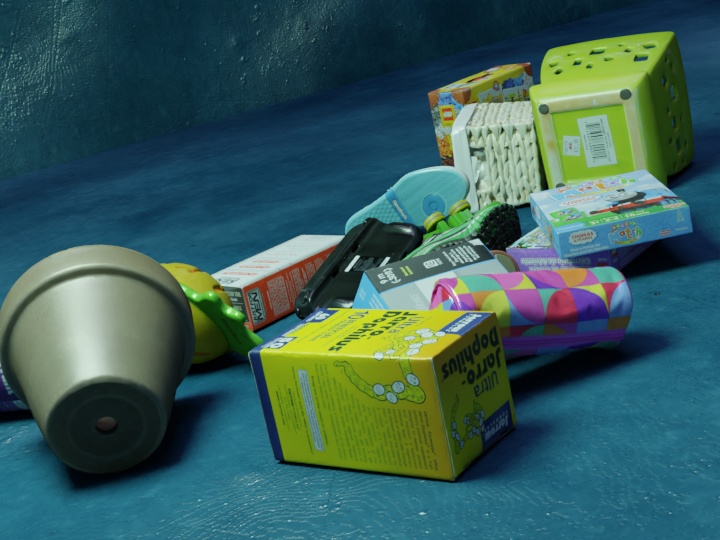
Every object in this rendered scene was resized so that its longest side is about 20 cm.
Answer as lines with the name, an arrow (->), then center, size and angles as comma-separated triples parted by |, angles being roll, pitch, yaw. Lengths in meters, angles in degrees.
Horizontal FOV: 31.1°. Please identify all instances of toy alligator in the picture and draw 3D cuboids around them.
toy alligator -> 0.103, -0.036, 1.688 | 0.199, 0.059, 0.054 | -27, -25, -22

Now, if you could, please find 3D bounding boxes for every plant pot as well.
plant pot -> 0.353, -0.211, 1.839 | 0.198, 0.201, 0.182 | -4, 23, 27
plant pot -> -0.255, 0.101, 1.263 | 0.199, 0.202, 0.175 | -14, 32, -6

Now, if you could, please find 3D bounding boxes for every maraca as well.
maraca -> -0.190, 0.052, 1.465 | 0.199, 0.137, 0.107 | 11, 59, 40

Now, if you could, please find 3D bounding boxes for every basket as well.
basket -> 0.212, -0.173, 1.930 | 0.122, 0.137, 0.200 | -4, 16, 13

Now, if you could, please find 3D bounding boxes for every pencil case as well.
pencil case -> 0.158, 0.044, 1.213 | 0.198, 0.089, 0.088 | -7, 12, -22

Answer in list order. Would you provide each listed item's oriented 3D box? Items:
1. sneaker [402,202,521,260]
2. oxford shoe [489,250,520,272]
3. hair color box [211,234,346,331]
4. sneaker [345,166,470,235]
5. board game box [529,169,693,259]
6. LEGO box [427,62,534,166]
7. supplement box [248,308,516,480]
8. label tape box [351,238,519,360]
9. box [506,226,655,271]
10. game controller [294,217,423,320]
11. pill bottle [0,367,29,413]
sneaker -> 0.123, -0.030, 1.586 | 0.199, 0.079, 0.085 | -25, 19, -37
oxford shoe -> 0.080, 0.040, 1.431 | 0.199, 0.071, 0.074 | -17, -10, -13
hair color box -> -0.105, 0.013, 1.649 | 0.101, 0.062, 0.199 | 3, 21, 45
sneaker -> 0.080, -0.099, 1.795 | 0.199, 0.080, 0.130 | -25, 5, 29
board game box -> 0.288, -0.068, 1.517 | 0.150, 0.037, 0.200 | -12, 15, 1
LEGO box -> 0.214, -0.252, 2.172 | 0.077, 0.150, 0.199 | 2, 21, 43
supplement box -> 0.019, 0.102, 1.132 | 0.199, 0.110, 0.109 | 0, 19, 37
label tape box -> 0.061, 0.049, 1.312 | 0.198, 0.067, 0.143 | -14, 32, -13
box -> 0.285, -0.042, 1.571 | 0.136, 0.039, 0.200 | -1, 19, 38
game controller -> 0.000, 0.000, 1.591 | 0.104, 0.042, 0.200 | 11, 40, 25
pill bottle -> -0.359, 0.098, 1.451 | 0.198, 0.112, 0.111 | -9, 15, 14
